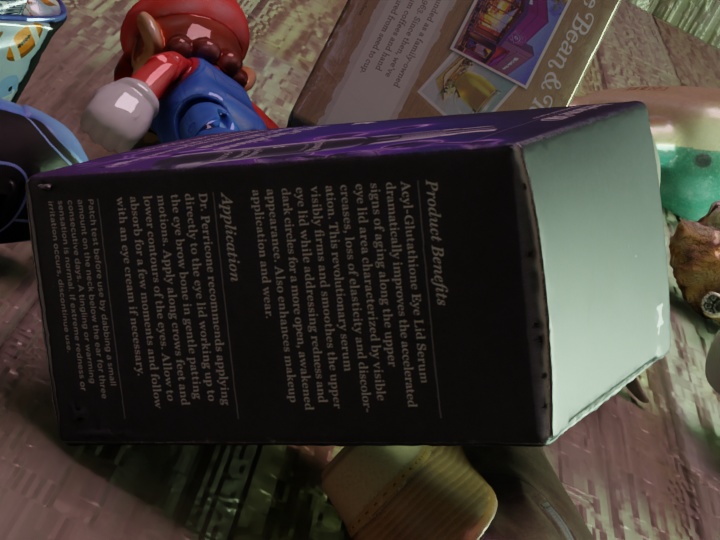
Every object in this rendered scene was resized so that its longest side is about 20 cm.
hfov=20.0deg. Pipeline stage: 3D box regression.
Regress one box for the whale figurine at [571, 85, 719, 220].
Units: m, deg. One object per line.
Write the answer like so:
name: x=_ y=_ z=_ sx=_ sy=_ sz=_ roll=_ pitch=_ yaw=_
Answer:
whale figurine: x=0.239 y=-0.097 z=1.661 sx=0.200 sy=0.104 sz=0.159 roll=6 pitch=13 yaw=14

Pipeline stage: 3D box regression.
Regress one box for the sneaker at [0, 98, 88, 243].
sneaker: x=-0.184 y=-0.029 z=0.810 sx=0.200 sy=0.070 sz=0.078 roll=4 pitch=32 yaw=-40

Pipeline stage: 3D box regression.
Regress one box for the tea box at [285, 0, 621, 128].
tea box: x=0.057 y=-0.130 z=1.157 sx=0.134 sy=0.200 sz=0.197 roll=27 pitch=-7 yaw=-3

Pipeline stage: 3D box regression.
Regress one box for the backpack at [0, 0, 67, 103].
backpack: x=-0.245 y=-0.142 z=0.917 sx=0.200 sy=0.154 sz=0.190 roll=39 pitch=30 yaw=25

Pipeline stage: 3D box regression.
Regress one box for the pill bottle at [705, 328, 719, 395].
pill bottle: x=0.276 y=0.091 z=1.092 sx=0.111 sy=0.111 sz=0.200 roll=10 pitch=24 yaw=-45

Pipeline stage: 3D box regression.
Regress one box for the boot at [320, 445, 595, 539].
boot: x=0.070 y=0.121 z=0.800 sx=0.166 sy=0.072 sz=0.200 roll=45 pitch=16 yaw=9

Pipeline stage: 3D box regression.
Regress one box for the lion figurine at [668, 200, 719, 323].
lion figurine: x=0.286 y=0.036 z=1.371 sx=0.200 sy=0.072 sz=0.122 roll=45 pitch=6 yaw=6

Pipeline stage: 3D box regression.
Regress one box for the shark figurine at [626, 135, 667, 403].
shark figurine: x=0.114 y=0.014 z=1.091 sx=0.089 sy=0.214 sz=0.128 roll=-24 pitch=78 yaw=-23

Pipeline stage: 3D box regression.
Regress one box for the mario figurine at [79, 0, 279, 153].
mario figurine: x=-0.092 y=-0.071 z=1.099 sx=0.106 sy=0.124 sz=0.200 roll=-20 pitch=39 yaw=-6

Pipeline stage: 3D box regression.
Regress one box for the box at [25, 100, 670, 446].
box: x=0.000 y=0.000 z=0.769 sx=0.200 sy=0.104 sz=0.148 roll=-3 pitch=8 yaw=24
